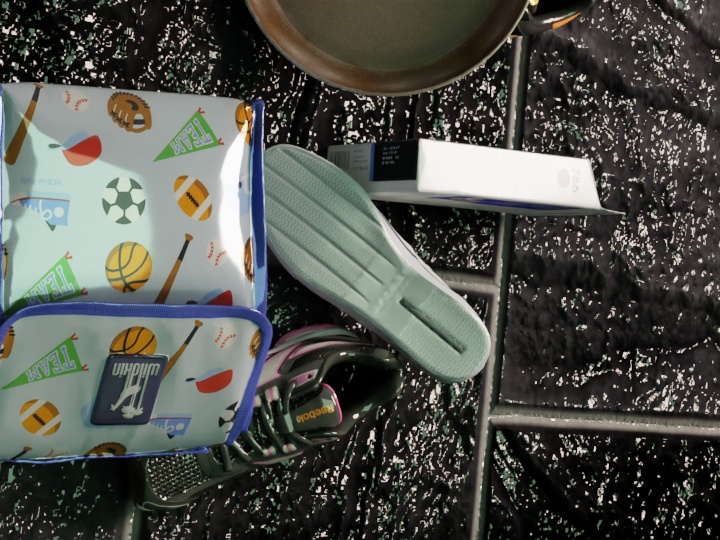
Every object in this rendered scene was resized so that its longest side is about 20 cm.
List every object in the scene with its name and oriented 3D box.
[{"bbox_3d":[0.016,-0.212,0.916,0.198,0.032,0.202,0,92,-4],"label":"plant saucer"},{"bbox_3d":[-0.055,0.084,0.886,0.199,0.086,0.081,-30,109,-34],"label":"sneaker"},{"bbox_3d":[0.075,-0.194,0.979,0.199,0.090,0.071,-8,96,-38],"label":"sneaker"},{"bbox_3d":[-0.141,0.003,0.787,0.169,0.123,0.202,1,89,-32],"label":"lunch bag"},{"bbox_3d":[0.083,-0.062,0.985,0.199,0.099,0.040,5,87,-39],"label":"ink cartridge box"},{"bbox_3d":[0.000,0.000,0.938,0.073,0.071,0.200,-44,95,-6],"label":"sneaker"}]
